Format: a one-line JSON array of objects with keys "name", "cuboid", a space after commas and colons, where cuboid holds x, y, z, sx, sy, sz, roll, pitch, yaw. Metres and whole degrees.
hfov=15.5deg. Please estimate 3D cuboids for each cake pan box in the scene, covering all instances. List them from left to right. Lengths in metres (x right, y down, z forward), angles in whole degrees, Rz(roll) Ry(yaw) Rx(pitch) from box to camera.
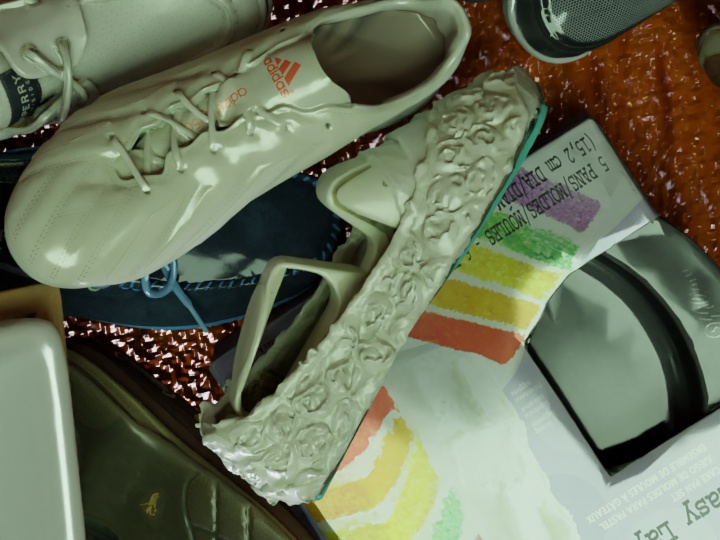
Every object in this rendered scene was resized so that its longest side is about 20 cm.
[{"name": "cake pan box", "cuboid": [0.068, 0.058, 1.100, 0.200, 0.052, 0.184, -32, 97, 5]}]

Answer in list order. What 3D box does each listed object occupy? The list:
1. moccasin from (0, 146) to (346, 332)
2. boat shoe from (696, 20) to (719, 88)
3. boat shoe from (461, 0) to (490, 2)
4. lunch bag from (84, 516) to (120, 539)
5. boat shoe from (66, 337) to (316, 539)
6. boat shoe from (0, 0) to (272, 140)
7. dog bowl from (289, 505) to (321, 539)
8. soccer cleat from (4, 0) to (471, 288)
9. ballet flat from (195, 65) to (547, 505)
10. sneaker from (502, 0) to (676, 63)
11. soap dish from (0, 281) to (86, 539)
[{"name": "moccasin", "cuboid": [-0.104, -0.013, 1.059, 0.200, 0.081, 0.068, -5, 161, -5]}, {"name": "boat shoe", "cuboid": [0.175, -0.069, 1.004, 0.076, 0.200, 0.072, -13, 89, 0]}, {"name": "boat shoe", "cuboid": [-0.010, -0.165, 0.985, 0.073, 0.063, 0.200, -41, 110, 19]}, {"name": "lunch bag", "cuboid": [-0.184, 0.177, 1.155, 0.200, 0.118, 0.164, 10, 119, -7]}, {"name": "boat shoe", "cuboid": [-0.063, 0.098, 1.102, 0.200, 0.068, 0.072, 42, 119, 9]}, {"name": "boat shoe", "cuboid": [-0.131, -0.080, 1.030, 0.200, 0.070, 0.071, -10, 122, 0]}, {"name": "dog bowl", "cuboid": [0.009, 0.162, 1.203, 0.200, 0.059, 0.200, -3, 121, -5]}, {"name": "soccer cleat", "cuboid": [-0.046, -0.057, 1.006, 0.200, 0.078, 0.069, -29, 89, -25]}, {"name": "ballet flat", "cuboid": [0.000, 0.000, 1.031, 0.072, 0.072, 0.200, 28, 95, -21]}, {"name": "sneaker", "cuboid": [0.136, -0.138, 0.999, 0.200, 0.114, 0.075, -42, 117, 18]}, {"name": "soap dish", "cuboid": [-0.183, 0.110, 1.000, 0.157, 0.081, 0.200, -14, 110, -29]}]
